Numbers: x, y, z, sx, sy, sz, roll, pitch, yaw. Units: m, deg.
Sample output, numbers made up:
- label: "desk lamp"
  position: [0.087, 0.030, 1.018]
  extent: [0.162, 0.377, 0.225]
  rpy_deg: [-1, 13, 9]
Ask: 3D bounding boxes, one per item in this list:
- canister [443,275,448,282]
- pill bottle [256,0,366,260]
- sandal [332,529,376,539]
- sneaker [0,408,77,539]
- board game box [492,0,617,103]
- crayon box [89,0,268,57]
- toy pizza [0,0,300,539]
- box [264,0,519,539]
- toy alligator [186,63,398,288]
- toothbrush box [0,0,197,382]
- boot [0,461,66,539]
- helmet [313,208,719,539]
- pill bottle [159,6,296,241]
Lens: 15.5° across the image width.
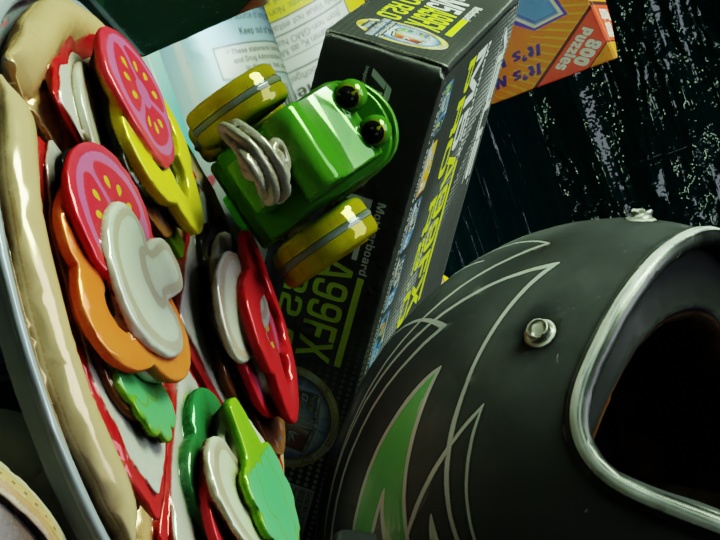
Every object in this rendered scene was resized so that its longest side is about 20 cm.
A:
- label: "canister"
  position: [0.033, 0.086, 1.262]
  extent: [0.148, 0.087, 0.200]
  rpy_deg: [33, 24, -22]
- label: "pill bottle"
  position: [-0.053, -0.108, 1.177]
  extent: [0.114, 0.114, 0.200]
  rpy_deg: [-81, 150, -70]
- label: "sandal"
  position: [-0.008, 0.176, 0.789]
  extent: [0.075, 0.045, 0.201]
  rpy_deg: [-94, -164, -74]
- label: "sneaker"
  position: [-0.075, 0.104, 0.758]
  extent: [0.111, 0.077, 0.200]
  rpy_deg: [-81, 154, -58]
- label: "board game box"
  position: [-0.008, -0.205, 1.344]
  extent: [0.200, 0.199, 0.200]
  rpy_deg: [59, 15, -46]
- label: "crayon box"
  position: [-0.096, -0.164, 0.767]
  extent: [0.200, 0.051, 0.127]
  rpy_deg: [47, 24, -60]
- label: "toy pizza"
  position: [-0.052, 0.013, 0.727]
  extent: [0.200, 0.032, 0.201]
  rpy_deg: [-18, 90, -78]
- label: "box"
  position: [0.000, 0.000, 0.944]
  extent: [0.160, 0.044, 0.201]
  rpy_deg: [-47, 154, -71]
- label: "toy alligator"
  position: [-0.013, -0.035, 0.765]
  extent: [0.059, 0.054, 0.200]
  rpy_deg: [56, -5, 1]
- label: "toothbrush box"
  position: [-0.121, -0.068, 0.826]
  extent: [0.146, 0.085, 0.201]
  rpy_deg: [-8, 77, -79]
- label: "boot"
  position: [-0.102, 0.133, 0.600]
  extent: [0.200, 0.072, 0.167]
  rpy_deg: [47, 33, -31]
- label: "helmet"
  position: [0.078, 0.088, 0.852]
  extent: [0.191, 0.200, 0.200]
  rpy_deg: [46, 3, 18]
- label: "pill bottle"
  position: [-0.093, -0.101, 0.964]
  extent: [0.109, 0.108, 0.201]
  rpy_deg: [-3, 74, -79]
